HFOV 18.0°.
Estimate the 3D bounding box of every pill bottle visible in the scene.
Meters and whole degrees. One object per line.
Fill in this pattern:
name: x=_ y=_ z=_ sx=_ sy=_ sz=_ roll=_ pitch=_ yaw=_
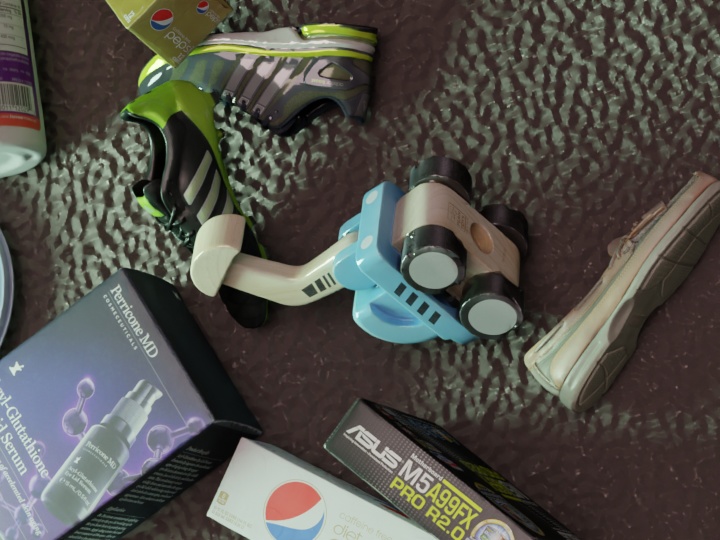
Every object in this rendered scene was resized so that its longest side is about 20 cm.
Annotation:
pill bottle: x=-0.319 y=-0.181 z=1.830 sx=0.111 sy=0.111 sz=0.202 roll=-13 pitch=78 yaw=16

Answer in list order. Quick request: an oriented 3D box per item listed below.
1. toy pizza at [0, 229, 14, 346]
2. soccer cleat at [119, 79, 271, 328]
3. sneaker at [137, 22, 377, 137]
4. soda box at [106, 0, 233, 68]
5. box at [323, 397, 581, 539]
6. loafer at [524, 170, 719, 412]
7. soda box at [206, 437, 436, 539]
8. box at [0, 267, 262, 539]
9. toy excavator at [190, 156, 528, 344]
toy pizza: x=-0.369 y=0.022 z=1.858 sx=0.198 sy=0.032 sz=0.202 roll=-3 pitch=79 yaw=18
soccer cleat: x=-0.127 y=-0.045 z=1.742 sx=0.081 sy=0.067 sz=0.202 roll=-22 pitch=98 yaw=-26
sneaker: x=-0.081 y=-0.143 z=1.770 sx=0.198 sy=0.074 sz=0.082 roll=-6 pitch=84 yaw=19
soda box: x=-0.179 y=-0.247 z=1.781 sx=0.068 sy=0.064 sz=0.200 roll=-44 pitch=48 yaw=7
box: x=0.074 y=0.162 z=1.602 sx=0.160 sy=0.200 sz=0.044 roll=37 pitch=93 yaw=20
loafer: x=0.191 y=0.006 z=1.660 sx=0.063 sy=0.072 sz=0.201 roll=37 pitch=97 yaw=27
soda box: x=-0.011 y=0.198 z=1.697 sx=0.199 sy=0.064 sz=0.069 roll=25 pitch=90 yaw=20
box: x=-0.202 y=0.117 z=1.750 sx=0.200 sy=0.104 sz=0.148 roll=-38 pitch=72 yaw=10
toy excavator: x=0.000 y=0.000 z=1.683 sx=0.199 sy=0.194 sz=0.100 roll=-33 pitch=33 yaw=31
